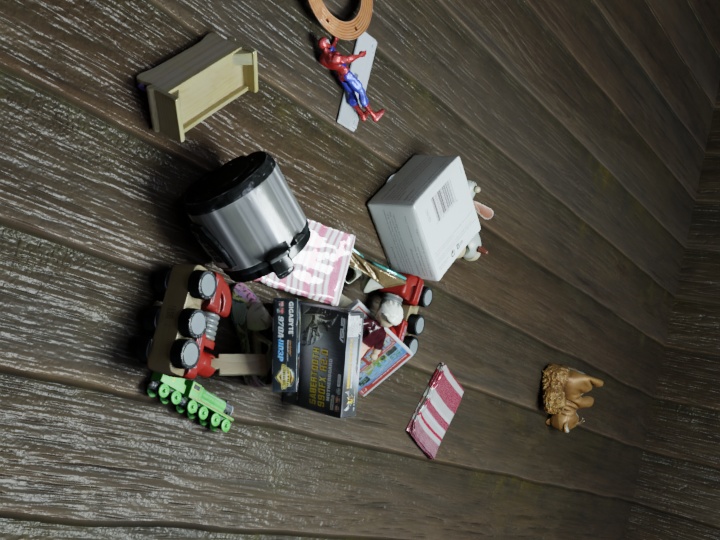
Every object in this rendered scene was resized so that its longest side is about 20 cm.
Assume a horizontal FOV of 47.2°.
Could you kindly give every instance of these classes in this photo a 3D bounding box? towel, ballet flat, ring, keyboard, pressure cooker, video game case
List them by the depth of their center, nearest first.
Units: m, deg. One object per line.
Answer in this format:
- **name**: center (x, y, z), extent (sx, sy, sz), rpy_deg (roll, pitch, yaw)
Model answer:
- **pressure cooker**: center (-0.179, -0.076, 1.387), extent (0.201, 0.177, 0.176), rpy_deg (61, 32, -26)
- **ballet flat**: center (-0.189, 0.120, 1.503), extent (0.069, 0.071, 0.202), rpy_deg (-24, 114, -49)
- **towel**: center (-0.104, -0.025, 1.571), extent (0.199, 0.030, 0.148), rpy_deg (19, 81, -31)
- **ring**: center (-0.046, -0.544, 1.587), extent (0.199, 0.019, 0.203), rpy_deg (6, 82, -48)
- **ballet flat**: center (0.000, 0.000, 1.681), extent (0.199, 0.068, 0.073), rpy_deg (30, 89, -23)
- **keyboard**: center (-0.007, -0.389, 1.686), extent (0.056, 0.011, 0.202), rpy_deg (20, 80, -44)
- **video game case**: center (0.000, 0.163, 1.695), extent (0.143, 0.017, 0.200), rpy_deg (-40, 125, 7)
- **towel**: center (0.190, 0.346, 2.027), extent (0.201, 0.023, 0.144), rpy_deg (-60, 136, -25)

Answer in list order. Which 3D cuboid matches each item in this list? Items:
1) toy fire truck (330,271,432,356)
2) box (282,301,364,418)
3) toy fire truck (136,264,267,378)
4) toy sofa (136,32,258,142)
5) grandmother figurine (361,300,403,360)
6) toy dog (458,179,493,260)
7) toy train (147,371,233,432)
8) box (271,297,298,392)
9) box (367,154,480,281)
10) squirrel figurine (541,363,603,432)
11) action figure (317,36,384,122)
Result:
- **toy fire truck**: center (0.046, 0.076, 1.755), extent (0.200, 0.128, 0.178), rpy_deg (38, 67, -57)
- **box**: center (-0.073, 0.167, 1.581), extent (0.048, 0.157, 0.202), rpy_deg (1, 95, -50)
- **toy fire truck**: center (-0.249, 0.102, 1.381), extent (0.200, 0.127, 0.178), rpy_deg (39, 57, -57)
- **toy sofa**: center (-0.265, -0.304, 1.351), extent (0.200, 0.097, 0.083), rpy_deg (-45, 152, -36)
- **grandmother figurine**: center (0.004, 0.135, 1.637), extent (0.200, 0.061, 0.121), rpy_deg (-43, 144, 5)
- **toy dog**: center (0.271, -0.111, 1.990), extent (0.131, 0.096, 0.202), rpy_deg (-29, 118, -44)
- **toy train**: center (-0.290, 0.224, 1.428), extent (0.200, 0.041, 0.057), rpy_deg (43, 54, -44)
- **box**: center (-0.133, 0.134, 1.484), extent (0.200, 0.045, 0.161), rpy_deg (120, -29, -84)
- **box**: center (0.143, -0.118, 1.811), extent (0.199, 0.130, 0.201), rpy_deg (-47, 129, -34)
- **squirrel figurine**: center (0.600, 0.384, 2.459), extent (0.199, 0.141, 0.188), rpy_deg (17, 94, -35)
- **action figure**: center (-0.013, -0.398, 1.628), extent (0.200, 0.065, 0.099), rpy_deg (46, 67, -39)
